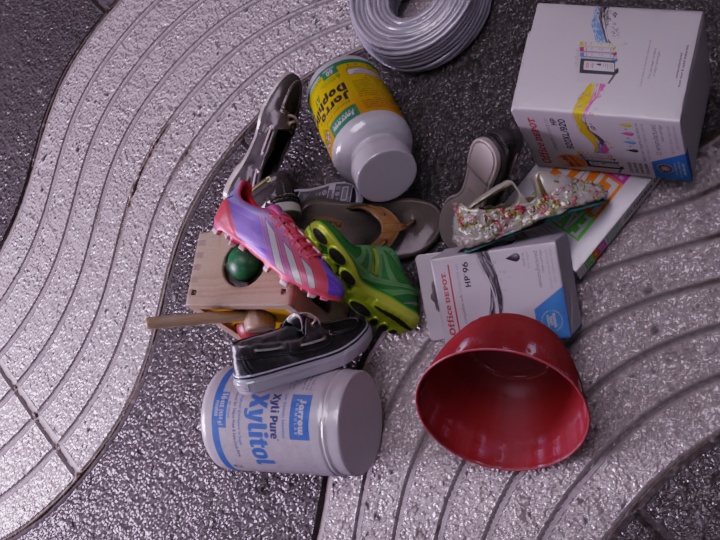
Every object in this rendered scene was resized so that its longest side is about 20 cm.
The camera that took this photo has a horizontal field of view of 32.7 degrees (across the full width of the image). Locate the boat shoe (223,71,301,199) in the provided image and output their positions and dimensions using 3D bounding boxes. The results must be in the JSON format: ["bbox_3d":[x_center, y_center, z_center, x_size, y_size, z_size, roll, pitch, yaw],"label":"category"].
[{"bbox_3d":[-0.118,-0.169,1.680,0.056,0.067,0.202,28,95,22],"label":"boat shoe"}]

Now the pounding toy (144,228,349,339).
[{"bbox_3d":[-0.139,0.036,1.572,0.181,0.200,0.145,-1,69,26],"label":"pounding toy"}]

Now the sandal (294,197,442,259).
[{"bbox_3d":[0.010,-0.059,1.587,0.196,0.055,0.083,8,95,0],"label":"sandal"}]

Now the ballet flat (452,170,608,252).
[{"bbox_3d":[0.197,-0.080,1.447,0.197,0.076,0.065,-20,97,-8],"label":"ballet flat"}]

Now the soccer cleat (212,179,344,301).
[{"bbox_3d":[-0.092,-0.033,1.467,0.199,0.067,0.077,33,96,25],"label":"soccer cleat"}]

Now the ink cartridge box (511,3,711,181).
[{"bbox_3d":[0.298,-0.209,1.445,0.197,0.147,0.147,8,71,24],"label":"ink cartridge box"}]

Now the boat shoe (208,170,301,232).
[{"bbox_3d":[-0.149,-0.068,1.628,0.200,0.071,0.062,-28,68,44],"label":"boat shoe"}]

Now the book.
[{"bbox_3d":[0.282,-0.105,1.515,0.133,0.048,0.201,37,86,31],"label":"book"}]

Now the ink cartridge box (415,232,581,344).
[{"bbox_3d":[0.156,0.029,1.476,0.197,0.068,0.118,-8,98,24],"label":"ink cartridge box"}]

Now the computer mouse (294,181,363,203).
[{"bbox_3d":[-0.074,-0.074,1.683,0.197,0.044,0.111,-3,63,32],"label":"computer mouse"}]

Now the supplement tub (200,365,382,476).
[{"bbox_3d":[-0.086,0.185,1.524,0.197,0.132,0.134,-2,68,27],"label":"supplement tub"}]

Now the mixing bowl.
[{"bbox_3d":[0.169,0.123,1.405,0.197,0.202,0.109,-7,40,24],"label":"mixing bowl"}]

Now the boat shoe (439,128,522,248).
[{"bbox_3d":[0.152,-0.097,1.517,0.056,0.201,0.067,-25,63,-29],"label":"boat shoe"}]

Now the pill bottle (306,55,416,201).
[{"bbox_3d":[0.004,-0.185,1.624,0.112,0.113,0.201,-33,46,10],"label":"pill bottle"}]

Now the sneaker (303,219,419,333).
[{"bbox_3d":[0.000,0.000,1.534,0.073,0.200,0.084,-22,38,38],"label":"sneaker"}]

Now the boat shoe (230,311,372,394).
[{"bbox_3d":[-0.068,0.086,1.483,0.072,0.198,0.072,11,116,50],"label":"boat shoe"}]

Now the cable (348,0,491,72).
[{"bbox_3d":[0.081,-0.377,1.713,0.199,0.069,0.202,-34,58,10],"label":"cable"}]
